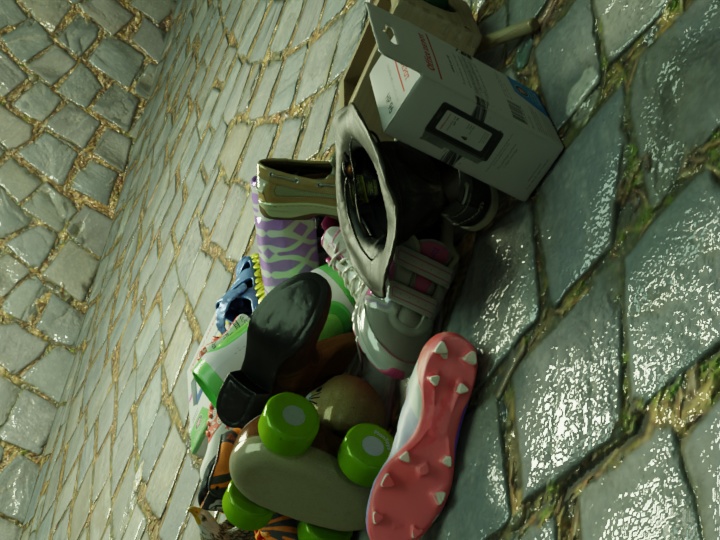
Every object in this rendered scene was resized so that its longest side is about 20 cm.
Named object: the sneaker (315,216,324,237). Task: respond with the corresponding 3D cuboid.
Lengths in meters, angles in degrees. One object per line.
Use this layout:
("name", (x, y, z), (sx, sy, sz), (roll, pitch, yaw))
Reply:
("sneaker", (-0.012, -0.095, 1.370), (0.200, 0.076, 0.112), (-31, 38, 63))

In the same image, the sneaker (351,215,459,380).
("sneaker", (0.050, 0.009, 1.116), (0.088, 0.081, 0.202), (-41, 35, 53))

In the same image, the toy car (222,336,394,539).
("toy car", (-0.037, 0.151, 1.128), (0.201, 0.156, 0.165), (-75, 8, -47))

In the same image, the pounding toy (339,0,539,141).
("pounding toy", (0.078, -0.235, 1.242), (0.185, 0.141, 0.201), (-93, 27, -63))

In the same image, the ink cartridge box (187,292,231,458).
("ink cartridge box", (-0.170, 0.147, 1.523), (0.146, 0.087, 0.201), (-61, 20, 22))

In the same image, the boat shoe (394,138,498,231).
("boat shoe", (0.067, -0.129, 1.116), (0.072, 0.067, 0.201), (-46, 56, 30))

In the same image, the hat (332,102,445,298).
("hat", (0.032, -0.069, 1.047), (0.200, 0.080, 0.203), (171, 90, -77))

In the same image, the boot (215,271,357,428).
("boot", (-0.044, 0.084, 1.189), (0.068, 0.199, 0.190), (32, 105, 27))

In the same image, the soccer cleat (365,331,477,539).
("soccer cleat", (0.055, 0.153, 1.006), (0.076, 0.066, 0.202), (135, 153, -83))

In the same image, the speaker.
("speaker", (-0.092, 0.081, 1.272), (0.199, 0.089, 0.088), (-38, 15, -16))

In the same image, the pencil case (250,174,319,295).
("pencil case", (-0.081, -0.027, 1.347), (0.084, 0.084, 0.202), (-107, 12, -71))

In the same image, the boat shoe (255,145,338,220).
("boat shoe", (-0.019, -0.100, 1.230), (0.072, 0.197, 0.077), (-88, -7, -58))

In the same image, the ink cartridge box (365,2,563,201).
("ink cartridge box", (0.078, -0.155, 1.030), (0.068, 0.198, 0.117), (-54, 25, 27))

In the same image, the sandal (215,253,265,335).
("sandal", (-0.155, 0.036, 1.497), (0.200, 0.086, 0.080), (-120, 13, -71))

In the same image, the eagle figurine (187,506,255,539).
("eagle figurine", (-0.140, 0.302, 1.292), (0.200, 0.151, 0.152), (-40, 64, -8))

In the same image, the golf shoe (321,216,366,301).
("golf shoe", (0.000, 0.000, 1.224), (0.201, 0.090, 0.076), (-97, 24, -51))

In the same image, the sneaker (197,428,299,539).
("sneaker", (-0.111, 0.260, 1.171), (0.078, 0.111, 0.202), (-50, 49, 54))

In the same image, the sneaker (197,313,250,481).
("sneaker", (-0.162, 0.152, 1.350), (0.202, 0.107, 0.067), (-56, -3, 5))
